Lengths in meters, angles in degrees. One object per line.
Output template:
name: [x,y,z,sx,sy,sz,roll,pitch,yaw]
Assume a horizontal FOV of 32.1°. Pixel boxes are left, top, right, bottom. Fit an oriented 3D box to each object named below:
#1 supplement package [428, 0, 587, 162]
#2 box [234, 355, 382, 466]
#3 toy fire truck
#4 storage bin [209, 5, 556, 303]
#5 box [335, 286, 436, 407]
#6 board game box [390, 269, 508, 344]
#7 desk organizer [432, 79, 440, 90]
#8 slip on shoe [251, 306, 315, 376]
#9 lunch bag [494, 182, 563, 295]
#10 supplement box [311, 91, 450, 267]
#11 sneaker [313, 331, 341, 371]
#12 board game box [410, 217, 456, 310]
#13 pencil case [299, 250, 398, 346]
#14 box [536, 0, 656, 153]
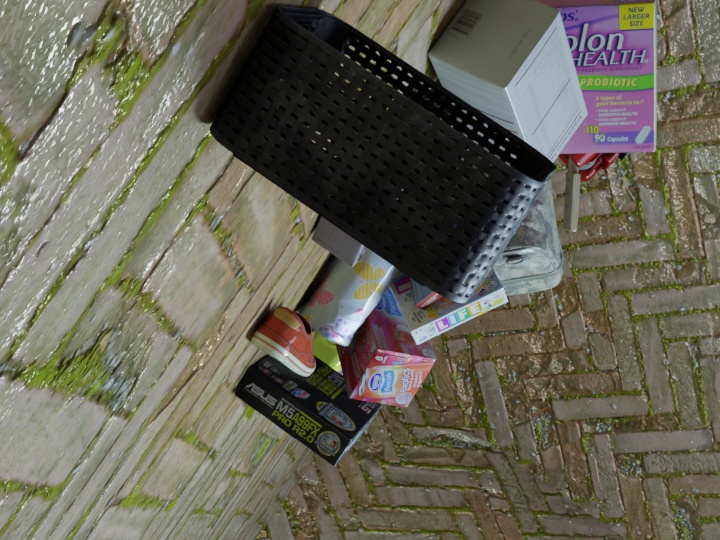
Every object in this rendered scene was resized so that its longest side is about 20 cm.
supplement package: [0.173,-0.212,1.436,0.114,0.109,0.200,-53,149,-13]
box: [-0.064,0.170,1.657,0.045,0.159,0.200,-57,173,13]
toy fire truck: [0.345,-0.165,1.897,0.200,0.129,0.176,-43,173,-3]
storage bin: [0.018,-0.080,0.822,0.094,0.199,0.135,-57,174,16]
box: [0.024,0.079,1.734,0.100,0.094,0.201,-60,-150,35]
board game box: [0.098,-0.011,1.676,0.133,0.201,0.034,-26,140,3]
desk organizer: [0.109,-0.184,1.588,0.201,0.071,0.077,-58,171,15]
slip on shoe: [-0.082,0.083,1.505,0.062,0.074,0.200,-58,169,-6]
lunch bag: [0.211,-0.082,1.778,0.168,0.137,0.202,69,15,-68]
supplement box: [0.029,-0.107,1.421,0.200,0.061,0.109,-52,172,-43]
sneaker: [-0.023,0.066,1.893,0.202,0.078,0.090,-62,165,5]
board game box: [0.096,-0.057,1.644,0.103,0.019,0.202,-41,-138,34]
pencil case: [0.000,0.000,1.644,0.201,0.083,0.091,-57,-157,7]
box: [0.289,-0.259,1.598,0.097,0.174,0.202,-67,154,-57]
